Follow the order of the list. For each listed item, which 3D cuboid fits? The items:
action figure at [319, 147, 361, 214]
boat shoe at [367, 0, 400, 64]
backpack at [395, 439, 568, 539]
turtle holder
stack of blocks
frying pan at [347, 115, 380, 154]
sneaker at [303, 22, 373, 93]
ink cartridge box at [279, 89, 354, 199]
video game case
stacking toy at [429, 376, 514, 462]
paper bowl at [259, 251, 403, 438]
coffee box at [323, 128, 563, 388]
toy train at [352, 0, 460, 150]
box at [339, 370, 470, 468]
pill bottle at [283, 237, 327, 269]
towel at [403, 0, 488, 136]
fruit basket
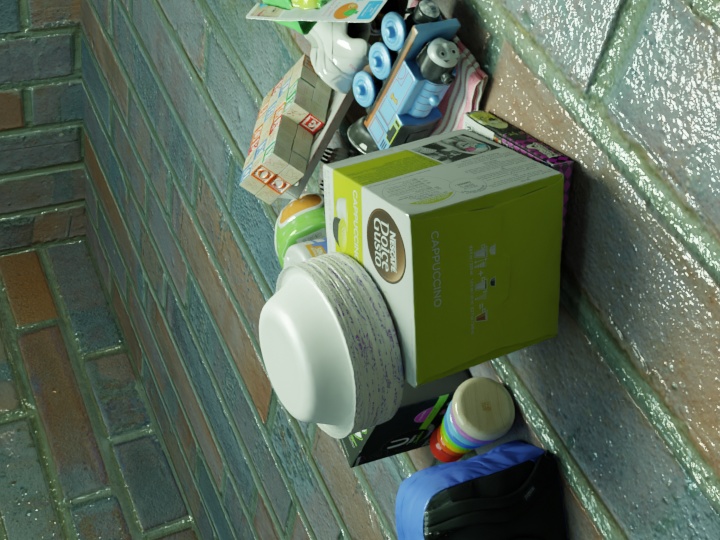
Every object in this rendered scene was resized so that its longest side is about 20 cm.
[{"bbox_3d":[-0.008,-0.124,1.509,0.200,0.101,0.120,29,116,60],"label":"action figure"},{"bbox_3d":[0.015,-0.359,1.378,0.073,0.071,0.201,55,147,37],"label":"boat shoe"},{"bbox_3d":[0.141,0.320,1.278,0.167,0.198,0.165,-5,98,65],"label":"backpack"},{"bbox_3d":[-0.060,-0.047,1.644,0.141,0.184,0.133,-44,43,23],"label":"turtle holder"},{"bbox_3d":[-0.106,-0.209,1.477,0.115,0.058,0.202,-37,31,39],"label":"stack of blocks"},{"bbox_3d":[0.056,-0.157,1.338,0.190,0.114,0.031,53,138,41],"label":"frying pan"},{"bbox_3d":[-0.031,-0.335,1.354,0.099,0.078,0.201,-39,59,22],"label":"sneaker"},{"bbox_3d":[-0.065,-0.203,1.518,0.202,0.044,0.176,-62,24,-7],"label":"ink cartridge box"},{"bbox_3d":[0.178,-0.069,1.207,0.181,0.035,0.202,43,139,51],"label":"video game case"},{"bbox_3d":[0.142,0.220,1.383,0.200,0.084,0.086,113,138,-60],"label":"stacking toy"},{"bbox_3d":[-0.044,0.088,1.126,0.201,0.103,0.203,46,145,46],"label":"paper bowl"},{"bbox_3d":[0.091,-0.022,1.134,0.197,0.198,0.202,36,136,53],"label":"coffee box"},{"bbox_3d":[0.063,-0.242,1.262,0.115,0.086,0.200,59,146,19],"label":"toy train"},{"bbox_3d":[0.050,0.178,1.466,0.125,0.147,0.201,66,154,26],"label":"box"},{"bbox_3d":[0.000,0.000,1.428,0.112,0.198,0.113,41,138,52],"label":"pill bottle"},{"bbox_3d":[0.093,-0.251,1.311,0.201,0.030,0.147,60,150,34],"label":"towel"},{"bbox_3d":[-0.026,-0.373,1.260,0.198,0.186,0.094,7,140,39],"label":"fruit basket"}]
